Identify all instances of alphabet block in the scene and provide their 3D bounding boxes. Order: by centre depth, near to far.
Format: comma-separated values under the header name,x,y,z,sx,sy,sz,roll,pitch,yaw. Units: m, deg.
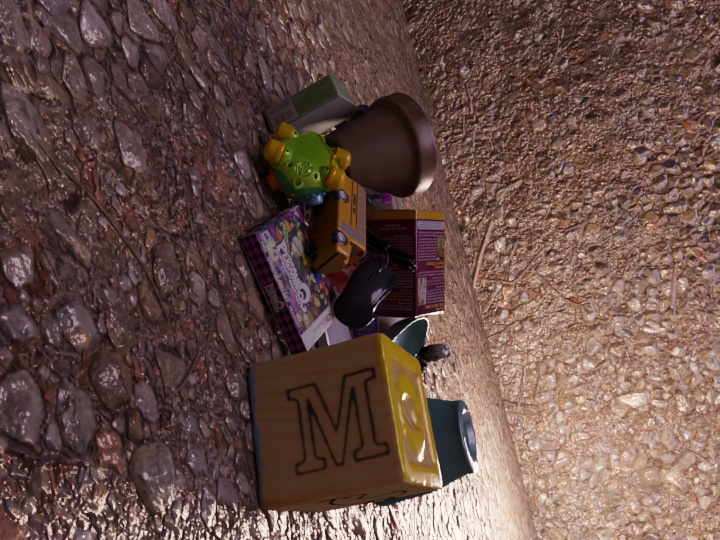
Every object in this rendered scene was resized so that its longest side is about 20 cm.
name,x,y,z,sx,sy,sz,roll,pitch,yaw
alphabet block,-0.018,0.218,1.029,0.195,0.198,0.198,38,39,-63

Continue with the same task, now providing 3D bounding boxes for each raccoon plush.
name,x,y,z,sx,sy,sz,roll,pitch,yaw
raccoon plush,0.128,0.156,1.621,0.097,0.199,0.135,47,43,-37

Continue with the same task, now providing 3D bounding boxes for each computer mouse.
name,x,y,z,sx,sy,sz,roll,pitch,yaw
computer mouse,0.000,0.000,1.280,0.200,0.140,0.046,-47,163,-35

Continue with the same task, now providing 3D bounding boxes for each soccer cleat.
name,x,y,z,sx,sy,sz,roll,pitch,yaw
soccer cleat,-0.041,-0.046,1.384,0.067,0.076,0.201,46,20,-50

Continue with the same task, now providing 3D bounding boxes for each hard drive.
name,x,y,z,sx,sy,sz,roll,pitch,yaw
hard drive,-0.049,0.112,1.340,0.132,0.026,0.202,8,67,-73

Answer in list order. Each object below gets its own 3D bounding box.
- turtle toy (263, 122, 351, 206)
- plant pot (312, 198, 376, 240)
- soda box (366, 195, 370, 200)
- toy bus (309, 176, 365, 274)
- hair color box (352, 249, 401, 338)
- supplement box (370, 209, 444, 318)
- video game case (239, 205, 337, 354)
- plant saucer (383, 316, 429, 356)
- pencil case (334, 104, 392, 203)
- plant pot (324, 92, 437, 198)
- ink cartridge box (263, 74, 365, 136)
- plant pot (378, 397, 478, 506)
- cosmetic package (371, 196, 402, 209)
name,x,y,z,sx,sy,sz,roll,pitch,yaw
turtle toy,-0.098,-0.183,1.299,0.145,0.101,0.201,24,32,-7
plant pot,-0.033,-0.132,1.442,0.199,0.028,0.201,33,24,-17
soda box,-0.025,-0.173,1.631,0.068,0.063,0.201,-65,136,-66
toy bus,-0.035,-0.074,1.274,0.078,0.065,0.201,34,36,-30
hair color box,0.034,0.051,1.491,0.109,0.064,0.202,-7,98,-60
supplement box,0.091,-0.015,1.424,0.131,0.102,0.202,-2,93,-60
video game case,-0.105,0.011,1.191,0.201,0.036,0.181,68,22,-10
plant saucer,0.059,0.165,1.452,0.036,0.201,0.200,35,2,22
pencil case,0.019,-0.247,1.585,0.093,0.085,0.201,-110,174,-58
plant pot,0.022,-0.222,1.415,0.200,0.174,0.202,39,-41,45
ink cartridge box,-0.080,-0.300,1.414,0.048,0.145,0.200,65,15,4
plant pot,0.117,0.325,1.394,0.200,0.186,0.202,-14,90,-74
cosmetic package,0.055,-0.087,1.751,0.087,0.103,0.202,29,46,-66
